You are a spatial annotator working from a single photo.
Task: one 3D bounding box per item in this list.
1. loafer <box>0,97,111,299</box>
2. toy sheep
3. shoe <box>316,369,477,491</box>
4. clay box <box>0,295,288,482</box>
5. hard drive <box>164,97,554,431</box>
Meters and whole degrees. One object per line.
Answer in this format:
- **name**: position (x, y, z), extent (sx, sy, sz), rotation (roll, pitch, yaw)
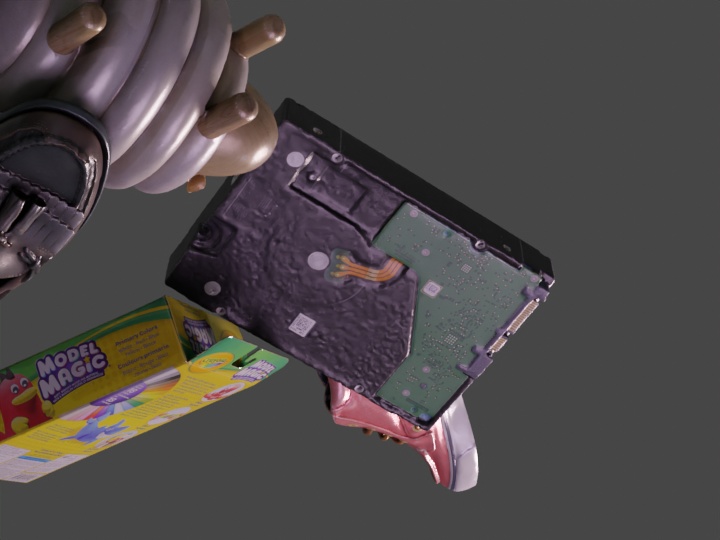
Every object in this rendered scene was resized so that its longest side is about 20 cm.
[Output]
- **loafer**: position (-0.188, -0.007, 0.804), extent (0.072, 0.063, 0.200), rotation (31, 135, -23)
- **toy sheep**: position (-0.126, -0.107, 0.820), extent (0.200, 0.138, 0.138), rotation (33, 115, -27)
- **shoe**: position (0.022, 0.089, 1.127), extent (0.091, 0.072, 0.200), rotation (-18, 132, -4)
- **clay box**: position (-0.153, 0.071, 0.997), extent (0.200, 0.048, 0.115), rotation (-25, 164, 11)
- **hard drive**: position (0.000, 0.000, 0.999), extent (0.200, 0.038, 0.140), rotation (30, 118, -16)
